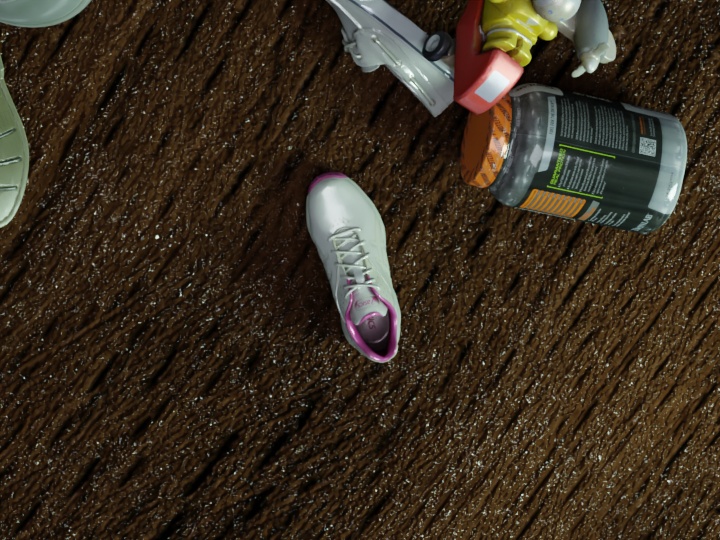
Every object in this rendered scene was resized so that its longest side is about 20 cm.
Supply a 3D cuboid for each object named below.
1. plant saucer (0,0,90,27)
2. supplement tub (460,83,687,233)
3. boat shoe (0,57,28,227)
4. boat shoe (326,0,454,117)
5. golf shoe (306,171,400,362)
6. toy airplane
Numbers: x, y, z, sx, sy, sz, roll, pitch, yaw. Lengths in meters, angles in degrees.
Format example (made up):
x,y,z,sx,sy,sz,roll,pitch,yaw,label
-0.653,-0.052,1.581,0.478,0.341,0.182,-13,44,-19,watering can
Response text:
x,y,z,sx,sy,sz,roll,pitch,yaw,label
-0.323,-0.291,1.538,0.199,0.050,0.201,12,132,13,plant saucer
0.206,-0.112,1.710,0.199,0.123,0.123,12,108,-14,supplement tub
-0.358,-0.137,1.613,0.074,0.068,0.201,-10,95,-39,boat shoe
0.016,-0.220,1.669,0.200,0.072,0.066,35,97,-28,boat shoe
0.000,0.000,1.733,0.075,0.092,0.201,-20,111,0,golf shoe
0.155,-0.261,1.615,0.199,0.141,0.200,-22,109,-32,toy airplane
